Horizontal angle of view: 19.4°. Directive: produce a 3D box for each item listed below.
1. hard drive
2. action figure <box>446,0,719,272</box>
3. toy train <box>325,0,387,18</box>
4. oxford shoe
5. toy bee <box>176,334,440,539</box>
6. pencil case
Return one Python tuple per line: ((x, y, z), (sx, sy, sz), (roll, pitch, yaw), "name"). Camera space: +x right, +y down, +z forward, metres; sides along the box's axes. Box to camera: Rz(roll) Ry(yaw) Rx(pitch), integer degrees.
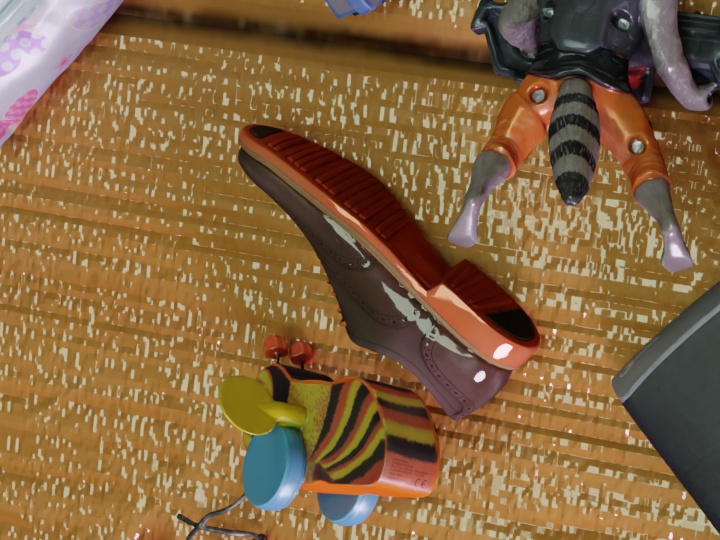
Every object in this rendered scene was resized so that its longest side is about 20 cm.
((0.235, 0.049, 1.064), (0.200, 0.042, 0.135), (-39, 81, 21), "hard drive")
((0.140, -0.101, 1.042), (0.200, 0.105, 0.194), (2, 69, 16), "action figure")
((0.051, -0.169, 1.085), (0.200, 0.046, 0.034), (-16, 124, 38), "toy train")
((0.000, 0.000, 1.137), (0.200, 0.071, 0.073), (42, 114, 12), "oxford shoe")
((-0.034, 0.082, 1.140), (0.200, 0.131, 0.109), (-10, 68, 32), "toy bee")
((-0.184, -0.156, 1.179), (0.200, 0.091, 0.083), (-45, 79, 19), "pencil case")
